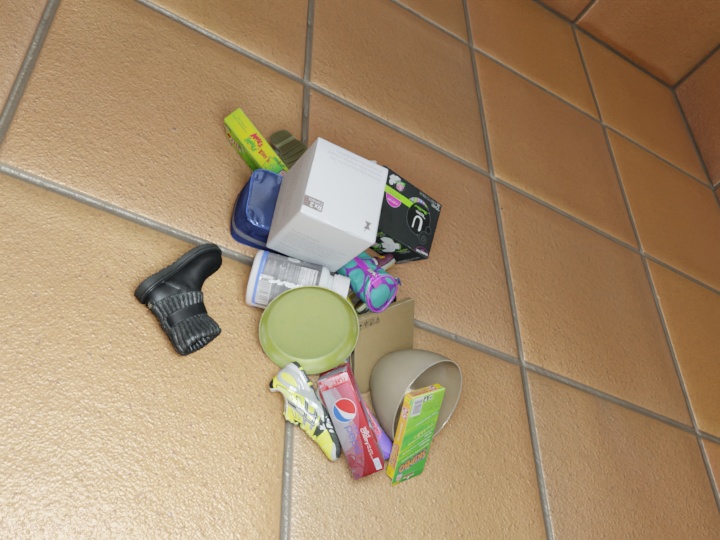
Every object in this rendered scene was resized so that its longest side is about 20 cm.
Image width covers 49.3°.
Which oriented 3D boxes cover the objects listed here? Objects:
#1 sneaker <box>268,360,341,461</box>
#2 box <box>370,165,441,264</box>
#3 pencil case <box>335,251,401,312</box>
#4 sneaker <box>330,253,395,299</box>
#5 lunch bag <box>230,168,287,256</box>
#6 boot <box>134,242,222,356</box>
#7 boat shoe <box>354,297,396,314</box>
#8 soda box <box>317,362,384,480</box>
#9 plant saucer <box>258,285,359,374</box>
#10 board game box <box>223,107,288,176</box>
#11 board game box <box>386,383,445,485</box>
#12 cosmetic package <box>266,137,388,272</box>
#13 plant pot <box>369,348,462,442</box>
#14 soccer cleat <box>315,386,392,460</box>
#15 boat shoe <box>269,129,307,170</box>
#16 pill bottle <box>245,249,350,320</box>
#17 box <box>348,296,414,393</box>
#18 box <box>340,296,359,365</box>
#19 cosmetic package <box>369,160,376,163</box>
[{"bbox_3d":[-0.104,0.276,1.495,0.075,0.075,0.202,-29,83,-12],"label":"sneaker"},{"bbox_3d":[0.071,-0.128,1.855,0.198,0.123,0.152,29,67,-32],"label":"box"},{"bbox_3d":[0.000,0.000,1.649,0.084,0.094,0.200,-26,41,-18],"label":"pencil case"},{"bbox_3d":[0.005,-0.012,1.803,0.091,0.075,0.199,49,39,5],"label":"sneaker"},{"bbox_3d":[-0.175,-0.114,1.690,0.196,0.132,0.139,19,65,-22],"label":"lunch bag"},{"bbox_3d":[-0.305,0.055,1.483,0.158,0.080,0.210,44,51,10],"label":"boot"},{"bbox_3d":[0.044,0.068,1.744,0.065,0.073,0.200,53,23,0],"label":"boat shoe"},{"bbox_3d":[-0.016,0.283,1.484,0.070,0.062,0.204,-59,129,-83],"label":"soda box"},{"bbox_3d":[-0.101,0.111,1.534,0.197,0.202,0.031,26,22,-19],"label":"plant saucer"},{"bbox_3d":[-0.231,-0.260,1.782,0.047,0.102,0.201,-36,82,-13],"label":"board game box"},{"bbox_3d":[0.107,0.324,1.546,0.094,0.205,0.030,-8,26,-42],"label":"board game box"},{"bbox_3d":[-0.068,-0.123,1.555,0.162,0.199,0.169,21,65,-21],"label":"cosmetic package"},{"bbox_3d":[0.094,0.241,1.606,0.198,0.204,0.134,-8,30,-43],"label":"plant pot"},{"bbox_3d":[-0.003,0.292,1.547,0.200,0.073,0.068,45,41,1],"label":"soccer cleat"},{"bbox_3d":[-0.155,-0.259,1.825,0.073,0.069,0.201,-25,38,-5],"label":"boat shoe"},{"bbox_3d":[-0.125,0.037,1.581,0.195,0.115,0.115,15,46,-4],"label":"pill bottle"},{"bbox_3d":[0.045,0.159,1.654,0.021,0.168,0.198,14,20,38],"label":"box"},{"bbox_3d":[-0.054,0.114,1.673,0.116,0.048,0.202,-18,72,-46],"label":"box"},{"bbox_3d":[-0.047,-0.211,1.765,0.101,0.199,0.075,-1,97,-24],"label":"cosmetic package"}]
